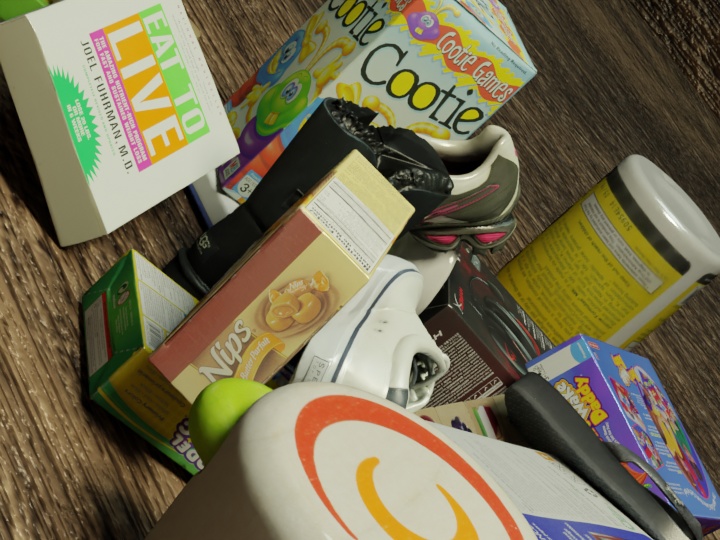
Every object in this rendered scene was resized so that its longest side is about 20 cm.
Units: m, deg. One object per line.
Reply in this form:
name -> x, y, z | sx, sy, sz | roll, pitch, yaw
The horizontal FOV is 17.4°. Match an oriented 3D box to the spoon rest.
spoon rest -> 0.022, -0.024, 1.636 | 0.061, 0.099, 0.200 | 30, 12, -29

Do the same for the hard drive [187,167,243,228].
hard drive -> -0.074, -0.046, 1.630 | 0.132, 0.025, 0.200 | 31, 23, -46

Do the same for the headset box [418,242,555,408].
headset box -> 0.096, 0.084, 1.649 | 0.200, 0.075, 0.149 | 48, 17, -16

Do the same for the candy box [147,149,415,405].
candy box -> -0.038, 0.005, 1.268 | 0.055, 0.115, 0.200 | 44, 14, -3

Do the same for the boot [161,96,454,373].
boot -> 0.000, 0.000, 1.458 | 0.200, 0.168, 0.076 | 38, 18, -31

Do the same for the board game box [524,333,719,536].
board game box -> 0.186, 0.120, 1.612 | 0.135, 0.045, 0.200 | 64, 14, 16

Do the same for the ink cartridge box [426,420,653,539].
ink cartridge box -> 0.104, 0.157, 1.358 | 0.200, 0.047, 0.198 | 15, 20, -46

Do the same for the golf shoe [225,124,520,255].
golf shoe -> 0.006, -0.051, 1.516 | 0.088, 0.199, 0.077 | 94, -20, -49

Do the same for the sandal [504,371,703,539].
sandal -> 0.168, 0.136, 1.474 | 0.200, 0.043, 0.076 | 50, -19, 20

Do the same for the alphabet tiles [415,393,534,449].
alphabet tiles -> 0.111, 0.174, 1.492 | 0.167, 0.008, 0.200 | -5, 69, -54

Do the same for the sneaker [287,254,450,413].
sneaker -> 0.013, 0.049, 1.332 | 0.071, 0.073, 0.200 | 27, 23, 4

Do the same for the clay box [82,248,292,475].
clay box -> -0.065, 0.085, 1.308 | 0.200, 0.048, 0.115 | 41, 15, -25

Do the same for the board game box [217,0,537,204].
board game box -> 0.004, -0.118, 1.591 | 0.103, 0.200, 0.105 | 38, 18, -28

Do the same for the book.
book -> -0.149, -0.105, 1.424 | 0.200, 0.048, 0.134 | -42, 116, -66

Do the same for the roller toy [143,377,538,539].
roller toy -> -0.012, 0.159, 1.107 | 0.182, 0.140, 0.200 | 27, 26, -25

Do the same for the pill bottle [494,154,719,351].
pill bottle -> 0.172, 0.016, 1.801 | 0.114, 0.200, 0.114 | 43, 17, -16

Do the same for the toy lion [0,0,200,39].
toy lion -> -0.214, -0.198, 1.585 | 0.192, 0.069, 0.200 | 44, 15, 12
